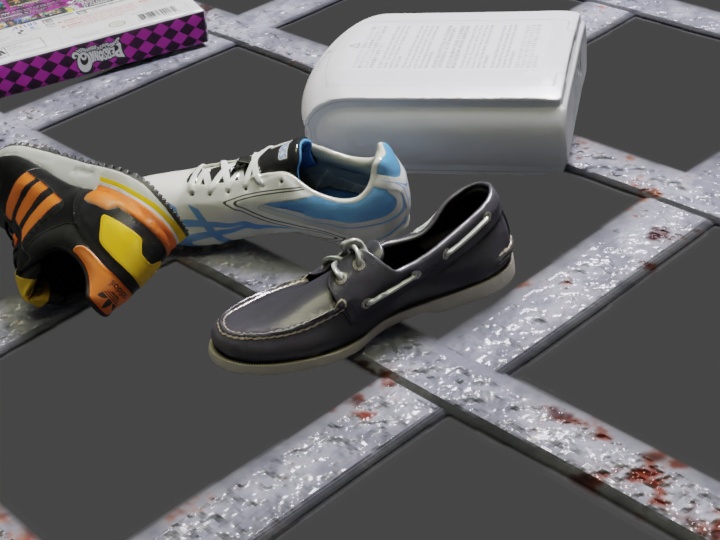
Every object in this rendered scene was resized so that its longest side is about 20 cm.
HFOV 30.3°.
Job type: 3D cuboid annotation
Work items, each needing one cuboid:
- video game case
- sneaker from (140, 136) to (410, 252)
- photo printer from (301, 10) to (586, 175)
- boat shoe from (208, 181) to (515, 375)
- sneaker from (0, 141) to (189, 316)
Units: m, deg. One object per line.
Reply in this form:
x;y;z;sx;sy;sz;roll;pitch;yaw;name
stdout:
-0.260;-0.223;1.202;0.198;0.036;0.181;-20;35;-20;video game case
-0.065;-0.055;0.868;0.197;0.073;0.072;0;34;12;sneaker
0.059;-0.131;0.967;0.197;0.070;0.167;2;33;14;photo printer
0.000;0.000;0.776;0.198;0.063;0.073;-19;34;-20;boat shoe
-0.200;-0.022;0.844;0.199;0.070;0.090;11;58;42;sneaker
